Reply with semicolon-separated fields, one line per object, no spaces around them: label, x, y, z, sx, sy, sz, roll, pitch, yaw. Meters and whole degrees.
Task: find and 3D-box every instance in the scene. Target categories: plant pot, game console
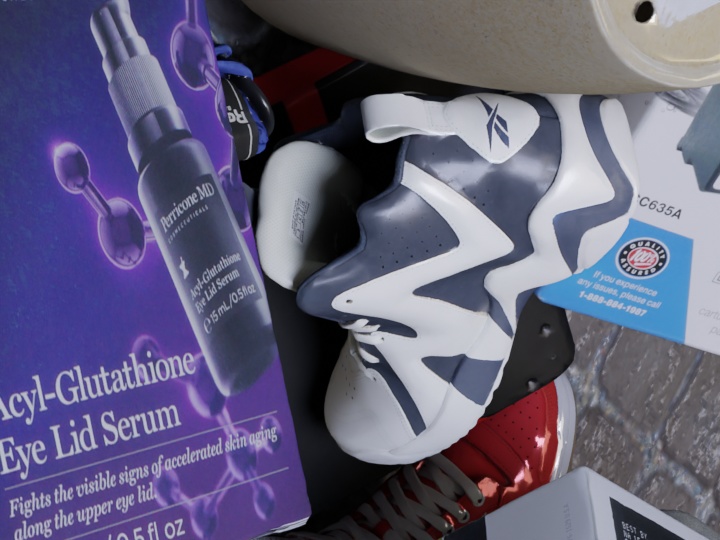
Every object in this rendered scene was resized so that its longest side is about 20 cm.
plant pot;0.060;-0.133;0.728;0.187;0.200;0.188;-11;117;-24
game console;-0.008;0.003;0.901;0.177;0.031;0.200;-29;127;-13

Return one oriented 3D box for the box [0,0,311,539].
box;-0.113;0.000;0.658;0.148;0.104;0.201;-14;93;-56

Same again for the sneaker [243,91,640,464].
sneaker;0.000;0.000;0.813;0.129;0.199;0.080;10;56;-26

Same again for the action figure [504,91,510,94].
action figure;0.053;-0.027;0.981;0.130;0.069;0.200;-39;135;-39

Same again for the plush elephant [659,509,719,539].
plush elephant;0.103;0.178;1.052;0.164;0.155;0.201;-11;114;-46

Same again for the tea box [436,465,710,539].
tea box;0.082;0.204;0.876;0.200;0.197;0.134;31;42;-36

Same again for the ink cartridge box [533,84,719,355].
ink cartridge box;0.158;-0.072;0.857;0.146;0.086;0.200;16;118;-29

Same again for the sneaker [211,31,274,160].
sneaker;-0.079;-0.086;0.763;0.080;0.115;0.200;-17;118;-45

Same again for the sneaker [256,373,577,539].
sneaker;0.012;0.116;0.971;0.112;0.071;0.200;25;100;-51
